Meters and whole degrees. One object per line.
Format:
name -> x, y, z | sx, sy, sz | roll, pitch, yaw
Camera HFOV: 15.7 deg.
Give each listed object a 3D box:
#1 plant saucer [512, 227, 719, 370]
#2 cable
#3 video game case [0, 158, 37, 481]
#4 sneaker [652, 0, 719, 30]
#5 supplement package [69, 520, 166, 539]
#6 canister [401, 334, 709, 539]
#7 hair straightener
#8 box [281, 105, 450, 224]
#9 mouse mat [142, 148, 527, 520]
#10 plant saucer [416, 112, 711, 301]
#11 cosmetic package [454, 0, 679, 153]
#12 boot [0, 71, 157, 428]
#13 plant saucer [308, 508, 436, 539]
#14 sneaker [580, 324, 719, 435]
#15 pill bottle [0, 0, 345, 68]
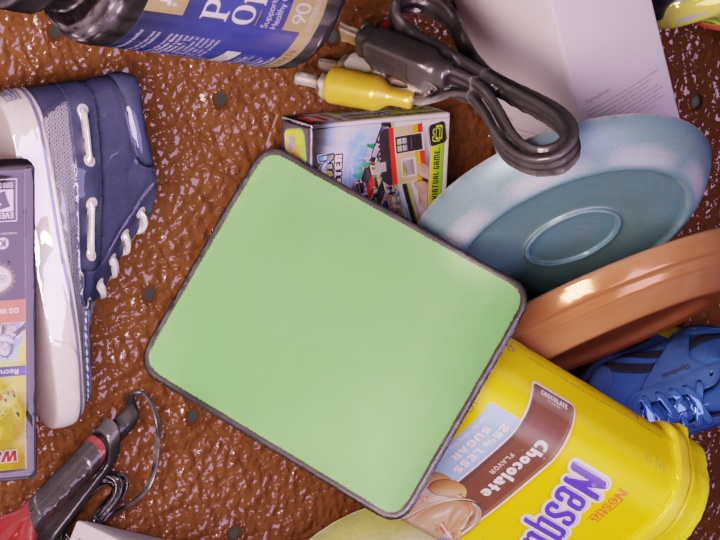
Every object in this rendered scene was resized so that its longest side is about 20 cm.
plant saucer -> 0.161, 0.028, 1.685 | 0.199, 0.200, 0.038 | -17, 79, -32
cable -> 0.061, -0.109, 1.572 | 0.097, 0.199, 0.051 | -42, 146, -32
video game case -> -0.277, 0.033, 1.434 | 0.198, 0.025, 0.182 | -4, 105, -19
sneaker -> 0.271, -0.180, 1.781 | 0.199, 0.078, 0.091 | -15, 113, -33
supplement package -> -0.136, 0.267, 1.564 | 0.109, 0.113, 0.201 | 22, 88, -57
canister -> 0.096, 0.121, 1.636 | 0.199, 0.087, 0.148 | 30, 127, -26
hair straightener -> -0.186, 0.155, 1.569 | 0.200, 0.041, 0.077 | -52, 146, -20
box -> 0.000, 0.000, 1.655 | 0.109, 0.035, 0.202 | -8, 107, -34
mouse mat -> -0.017, 0.036, 1.565 | 0.162, 0.199, 0.008 | -59, 159, -4
plant saucer -> 0.128, -0.029, 1.622 | 0.199, 0.200, 0.028 | 2, 57, -37
cosmetic package -> 0.126, -0.152, 1.663 | 0.085, 0.107, 0.201 | -29, 119, -27
boot -> -0.157, -0.012, 1.512 | 0.090, 0.073, 0.202 | -14, 110, -27
plant saucer -> 0.025, 0.247, 1.708 | 0.198, 0.031, 0.202 | -7, 113, -17
sneaker -> 0.210, 0.085, 1.771 | 0.200, 0.078, 0.066 | -27, 114, -48
pill bottle -> -0.114, -0.178, 1.475 | 0.199, 0.112, 0.113 | 4, 100, -37
